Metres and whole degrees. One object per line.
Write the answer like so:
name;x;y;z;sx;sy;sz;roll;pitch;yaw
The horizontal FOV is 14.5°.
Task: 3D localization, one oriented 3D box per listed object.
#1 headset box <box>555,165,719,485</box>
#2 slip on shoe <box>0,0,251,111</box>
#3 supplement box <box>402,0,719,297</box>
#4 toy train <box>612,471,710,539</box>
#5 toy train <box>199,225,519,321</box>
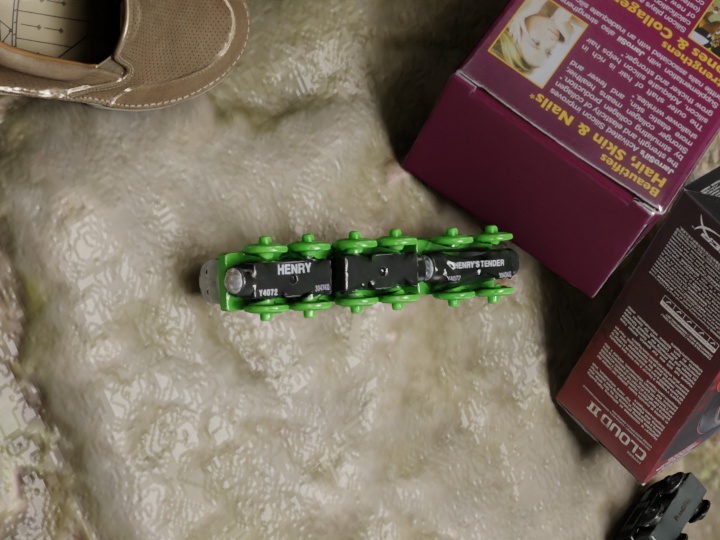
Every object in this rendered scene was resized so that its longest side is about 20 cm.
headset box;0.204;0.018;1.553;0.075;0.200;0.149;45;46;18
slip on shoe;-0.123;-0.116;1.340;0.200;0.061;0.076;1;85;-42
supplement box;0.135;-0.108;1.513;0.131;0.103;0.200;36;58;3
toy train;0.130;0.184;1.553;0.034;0.046;0.200;50;53;-13
toy train;0.000;0.000;1.444;0.200;0.056;0.042;-4;93;-43
